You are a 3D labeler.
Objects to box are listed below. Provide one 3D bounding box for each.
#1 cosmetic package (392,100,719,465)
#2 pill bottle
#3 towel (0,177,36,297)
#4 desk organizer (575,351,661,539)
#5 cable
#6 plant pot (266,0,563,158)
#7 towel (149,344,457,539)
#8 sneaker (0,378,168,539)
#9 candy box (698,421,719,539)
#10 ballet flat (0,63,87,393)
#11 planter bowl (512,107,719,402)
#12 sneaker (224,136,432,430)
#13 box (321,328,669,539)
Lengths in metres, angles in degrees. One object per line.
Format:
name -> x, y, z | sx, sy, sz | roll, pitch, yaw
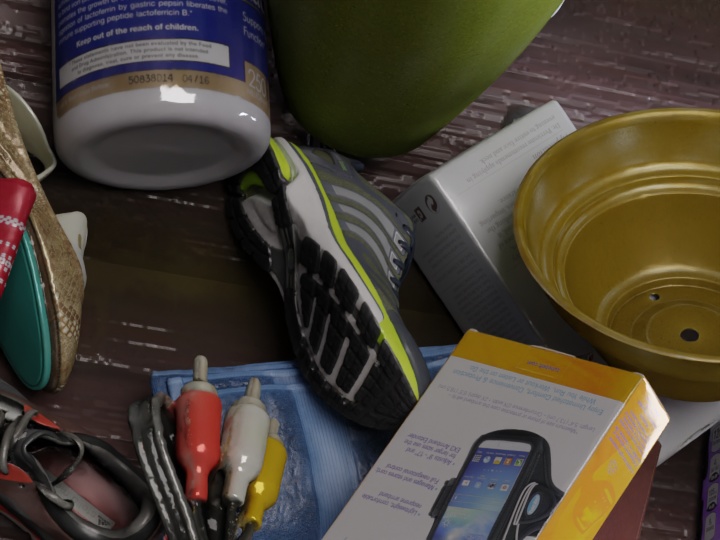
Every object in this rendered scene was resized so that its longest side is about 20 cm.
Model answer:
cosmetic package -> 0.114, 0.018, 1.481 | 0.101, 0.074, 0.201 | -30, 86, -28
pill bottle -> -0.109, -0.154, 1.430 | 0.115, 0.116, 0.201 | 3, 70, -20
towel -> -0.249, 0.035, 1.320 | 0.144, 0.023, 0.201 | 6, 64, 19
desk organizer -> 0.086, 0.147, 1.346 | 0.077, 0.071, 0.201 | 47, 45, -32
cable -> -0.068, 0.130, 1.291 | 0.097, 0.050, 0.201 | 41, 31, -41
plant pot -> 0.022, -0.158, 1.419 | 0.186, 0.200, 0.188 | 9, 51, -11
towel -> -0.011, 0.100, 1.414 | 0.199, 0.049, 0.112 | -4, 73, -23
sneaker -> -0.179, 0.082, 1.331 | 0.199, 0.082, 0.077 | 26, 65, -2
candy box -> 0.260, 0.053, 1.469 | 0.071, 0.168, 0.201 | 16, 65, -19
ballet flat -> -0.177, -0.035, 1.391 | 0.065, 0.070, 0.201 | -17, 81, -40
planter bowl -> 0.176, 0.008, 1.402 | 0.199, 0.084, 0.201 | 1, 41, -1
sneaker -> 0.000, 0.000, 1.416 | 0.081, 0.074, 0.201 | -2, 48, -30
box -> 0.049, 0.125, 1.297 | 0.200, 0.119, 0.042 | -55, 132, -19
